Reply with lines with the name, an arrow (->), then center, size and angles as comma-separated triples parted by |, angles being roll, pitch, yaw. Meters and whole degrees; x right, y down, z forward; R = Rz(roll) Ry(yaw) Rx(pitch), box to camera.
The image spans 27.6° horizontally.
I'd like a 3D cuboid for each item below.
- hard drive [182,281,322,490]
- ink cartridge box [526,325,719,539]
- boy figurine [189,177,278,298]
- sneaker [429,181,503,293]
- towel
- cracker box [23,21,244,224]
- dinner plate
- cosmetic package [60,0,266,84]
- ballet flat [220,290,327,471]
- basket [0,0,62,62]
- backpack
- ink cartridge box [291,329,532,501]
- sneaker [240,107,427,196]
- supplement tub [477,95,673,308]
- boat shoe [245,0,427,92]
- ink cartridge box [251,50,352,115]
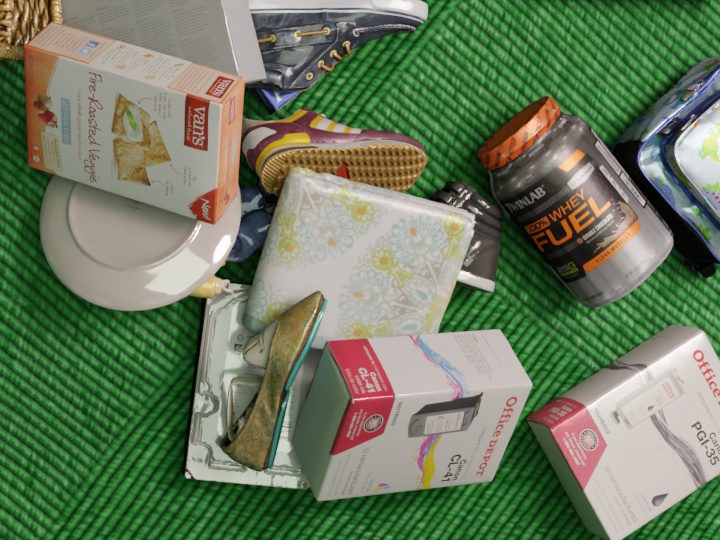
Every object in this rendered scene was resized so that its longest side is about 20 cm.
hard drive -> -0.100, 0.115, 1.477 | 0.139, 0.038, 0.202 | 8, 90, -12
ink cartridge box -> 0.299, 0.168, 1.541 | 0.199, 0.083, 0.147 | -31, 97, -10
boy figurine -> -0.165, -0.019, 1.438 | 0.199, 0.065, 0.125 | -26, 62, -9
sneaker -> 0.059, -0.053, 1.494 | 0.199, 0.071, 0.100 | 19, 85, -17
towel -> 0.000, 0.000, 1.428 | 0.199, 0.048, 0.172 | 13, 109, -16
cracker box -> -0.210, -0.136, 1.350 | 0.199, 0.058, 0.135 | 17, 129, 11
dinner plate -> -0.214, -0.059, 1.408 | 0.198, 0.024, 0.202 | -1, 67, 3
cosmetic package -> -0.197, -0.229, 1.383 | 0.199, 0.052, 0.152 | -11, 97, 30
ballet flat -> -0.089, 0.103, 1.401 | 0.070, 0.071, 0.201 | 14, 115, -12
basket -> -0.365, -0.296, 1.337 | 0.148, 0.143, 0.202 | 2, 91, 10
backpack -> 0.390, -0.123, 1.523 | 0.200, 0.147, 0.183 | -46, 102, -10
ink cartridge box -> 0.049, 0.140, 1.431 | 0.199, 0.086, 0.148 | -2, 131, -24
sneaker -> -0.025, -0.126, 1.470 | 0.199, 0.090, 0.075 | 0, 132, -35
supplement tub -> 0.217, -0.071, 1.498 | 0.122, 0.122, 0.200 | -42, 99, -8
boat shoe -> -0.033, -0.220, 1.424 | 0.199, 0.071, 0.092 | -1, 90, -3
ink cartridge box -> -0.040, -0.256, 1.477 | 0.200, 0.044, 0.094 | -40, 97, -8
